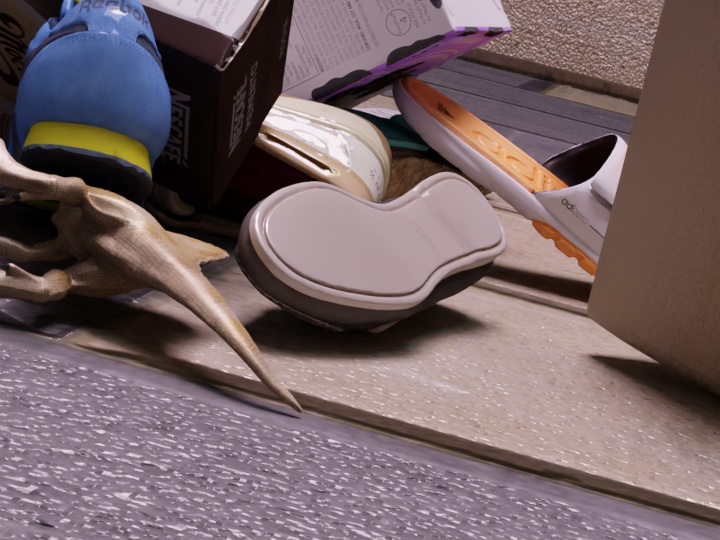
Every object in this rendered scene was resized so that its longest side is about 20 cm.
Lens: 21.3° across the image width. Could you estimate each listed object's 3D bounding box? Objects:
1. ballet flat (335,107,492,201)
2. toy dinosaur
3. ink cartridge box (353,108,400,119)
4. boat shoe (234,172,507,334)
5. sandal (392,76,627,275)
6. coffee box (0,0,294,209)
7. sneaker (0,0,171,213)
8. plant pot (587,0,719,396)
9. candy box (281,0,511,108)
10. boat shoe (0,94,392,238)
[{"bbox_3d":[0.021,-0.051,1.054,0.070,0.065,0.200,34,16,26],"label":"ballet flat"},{"bbox_3d":[-0.091,-0.010,0.704,0.101,0.058,0.200,9,11,-29],"label":"toy dinosaur"},{"bbox_3d":[0.020,-0.076,1.257,0.094,0.044,0.200,15,10,18],"label":"ink cartridge box"},{"bbox_3d":[0.000,0.000,0.818,0.067,0.057,0.200,54,27,13],"label":"boat shoe"},{"bbox_3d":[0.112,-0.052,1.024,0.206,0.059,0.079,35,20,-12],"label":"sandal"},{"bbox_3d":[-0.134,-0.124,0.861,0.199,0.080,0.113,25,-31,8],"label":"coffee box"},{"bbox_3d":[-0.114,-0.066,0.805,0.066,0.079,0.200,10,-10,-12],"label":"sneaker"},{"bbox_3d":[0.242,-0.029,0.807,0.199,0.200,0.177,-15,43,-30],"label":"plant pot"},{"bbox_3d":[-0.033,-0.117,1.033,0.199,0.072,0.168,-25,1,16],"label":"candy box"},{"bbox_3d":[-0.085,-0.056,0.928,0.199,0.074,0.066,8,32,4],"label":"boat shoe"}]
